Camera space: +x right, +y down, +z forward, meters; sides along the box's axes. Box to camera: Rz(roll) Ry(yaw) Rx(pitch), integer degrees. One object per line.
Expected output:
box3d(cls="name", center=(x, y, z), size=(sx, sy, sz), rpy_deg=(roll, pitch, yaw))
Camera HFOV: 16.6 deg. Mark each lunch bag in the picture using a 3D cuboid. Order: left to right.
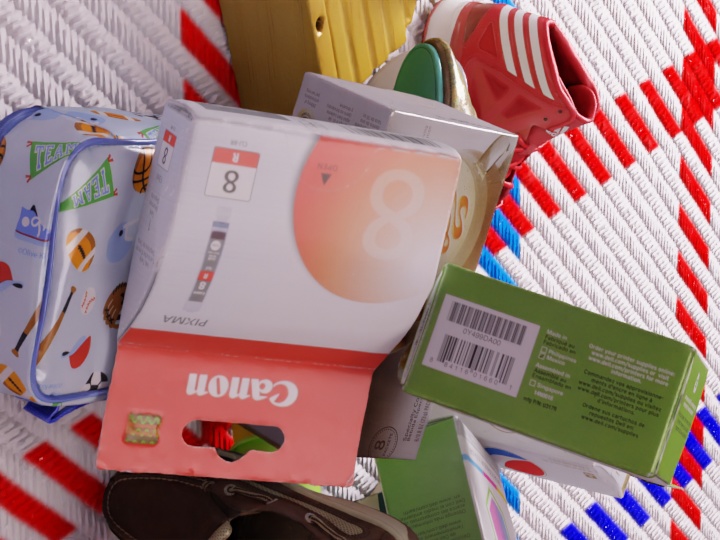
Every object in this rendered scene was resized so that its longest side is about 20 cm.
box3d(cls="lunch bag", center=(-0.138, -0.004, 1.321), size=(0.200, 0.075, 0.161), rpy_deg=(-4, 108, -59))

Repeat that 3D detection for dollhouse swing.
box3d(cls="dollhouse swing", center=(0.045, -0.176, 1.464), size=(0.200, 0.175, 0.183), rpy_deg=(-47, 138, -42))

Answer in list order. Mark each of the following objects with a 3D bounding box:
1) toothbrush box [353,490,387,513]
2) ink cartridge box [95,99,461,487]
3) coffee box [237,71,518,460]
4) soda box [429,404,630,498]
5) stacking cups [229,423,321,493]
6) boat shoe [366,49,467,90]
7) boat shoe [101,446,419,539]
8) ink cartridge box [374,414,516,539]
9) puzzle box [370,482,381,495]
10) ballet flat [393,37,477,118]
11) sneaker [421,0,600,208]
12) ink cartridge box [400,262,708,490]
box3d(cls="toothbrush box", center=(0.022, 0.260, 1.562), size=(0.200, 0.085, 0.147), rpy_deg=(59, 17, -45))
box3d(cls="ink cartridge box", center=(-0.044, 0.020, 1.300), size=(0.161, 0.050, 0.201), rpy_deg=(7, 99, -29))
box3d(cls="coffee box", center=(0.000, 0.000, 1.409), size=(0.114, 0.080, 0.201), rpy_deg=(9, 103, -46))
box3d(cls="soda box", center=(0.083, 0.086, 1.595), size=(0.064, 0.199, 0.068), rpy_deg=(45, 63, -55))
box3d(cls="stacking cups", center=(-0.043, 0.158, 1.462), size=(0.060, 0.060, 0.201), rpy_deg=(36, 41, -57))
box3d(cls="boat shoe", center=(0.015, -0.045, 1.570), size=(0.066, 0.072, 0.201), rpy_deg=(100, 6, -71))
box3d(cls="boat shoe", center=(-0.067, 0.144, 1.362), size=(0.075, 0.201, 0.075), rpy_deg=(-12, 107, -59))
box3d(cls="ink cartridge box", center=(0.068, 0.201, 1.509), size=(0.104, 0.059, 0.201), rpy_deg=(50, 24, -61))
box3d(cls="puzzle box", center=(0.013, 0.228, 1.699), size=(0.200, 0.025, 0.134), rpy_deg=(-52, 139, -36))
box3d(cls="ballet flat", center=(0.046, -0.038, 1.504), size=(0.071, 0.070, 0.201), rpy_deg=(17, 79, -59))
box3d(cls="sneaker", center=(0.092, -0.076, 1.635), size=(0.078, 0.115, 0.201), rpy_deg=(-22, 119, -54))
box3d(cls="ink cartridge box", center=(0.118, 0.064, 1.404), size=(0.200, 0.147, 0.076), rpy_deg=(29, 81, -76))
